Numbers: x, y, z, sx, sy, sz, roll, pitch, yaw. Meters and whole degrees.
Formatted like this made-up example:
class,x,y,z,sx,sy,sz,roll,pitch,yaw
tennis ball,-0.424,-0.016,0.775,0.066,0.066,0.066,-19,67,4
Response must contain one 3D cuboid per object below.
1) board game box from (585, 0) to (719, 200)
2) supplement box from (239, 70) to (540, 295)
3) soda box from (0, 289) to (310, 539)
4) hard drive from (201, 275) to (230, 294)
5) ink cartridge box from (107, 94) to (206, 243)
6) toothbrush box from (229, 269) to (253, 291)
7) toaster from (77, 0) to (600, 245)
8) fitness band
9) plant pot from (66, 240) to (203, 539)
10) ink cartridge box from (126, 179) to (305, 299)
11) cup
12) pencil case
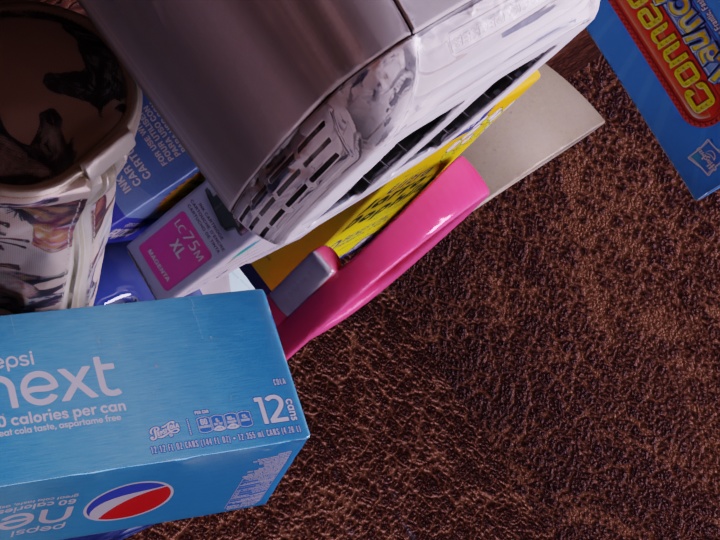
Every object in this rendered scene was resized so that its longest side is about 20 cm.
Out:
class,x,y,z,sx,sy,sz,roll,pitch,yaw
board game box,0.117,-0.135,0.593,0.056,0.196,0.200,-33,178,18
supplement box,-0.008,-0.087,0.853,0.109,0.110,0.200,-32,172,-43
soda box,-0.125,0.059,0.515,0.199,0.068,0.064,-5,150,-26
hard drive,-0.149,0.012,0.969,0.132,0.026,0.200,-33,145,-27
ink cartridge box,-0.079,-0.079,0.670,0.200,0.076,0.136,-32,179,8
toothbrush box,-0.140,0.015,1.158,0.200,0.085,0.146,-51,-170,-28
toaster,-0.017,-0.092,0.433,0.113,0.129,0.200,-32,178,-24
fitness band,0.000,0.000,0.867,0.143,0.037,0.200,-32,174,-43
plant pot,-0.200,0.072,0.767,0.180,0.200,0.200,-23,173,-44
ink cartridge box,-0.005,-0.059,0.638,0.200,0.042,0.119,-32,179,36
cup,0.109,-0.143,1.336,0.200,0.144,0.200,-33,178,-1
pencil case,-0.130,-0.016,0.542,0.078,0.089,0.200,-53,175,-32
